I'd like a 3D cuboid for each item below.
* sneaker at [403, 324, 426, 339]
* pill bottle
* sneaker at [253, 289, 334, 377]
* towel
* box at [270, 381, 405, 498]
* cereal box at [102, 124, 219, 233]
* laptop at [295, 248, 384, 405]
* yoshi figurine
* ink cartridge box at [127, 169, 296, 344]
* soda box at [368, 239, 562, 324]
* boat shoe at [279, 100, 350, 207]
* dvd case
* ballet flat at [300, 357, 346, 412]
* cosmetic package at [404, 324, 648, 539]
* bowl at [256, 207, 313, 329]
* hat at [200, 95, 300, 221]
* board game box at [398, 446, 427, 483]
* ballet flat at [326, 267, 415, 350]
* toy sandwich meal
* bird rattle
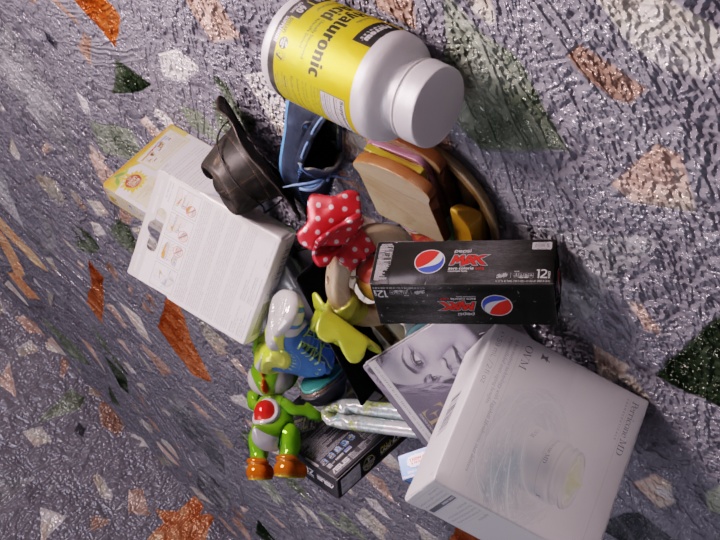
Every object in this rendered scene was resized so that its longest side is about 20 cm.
[{"bbox_3d":[0.139,0.138,1.583,0.199,0.080,0.131,35,170,2],"label":"sneaker"},{"bbox_3d":[0.003,-0.195,1.230,0.199,0.111,0.112,29,151,33],"label":"pill bottle"},{"bbox_3d":[-0.074,0.085,1.603,0.103,0.077,0.200,12,157,-10],"label":"sneaker"},{"bbox_3d":[0.072,0.200,1.655,0.197,0.049,0.170,2,172,33],"label":"towel"},{"bbox_3d":[-0.023,0.224,1.811,0.160,0.199,0.050,28,141,32],"label":"box"},{"bbox_3d":[-0.247,-0.115,1.729,0.199,0.144,0.040,31,153,32],"label":"cereal box"},{"bbox_3d":[-0.043,0.072,1.678,0.199,0.115,0.189,-9,110,62],"label":"laptop"},{"bbox_3d":[-0.116,0.194,1.749,0.112,0.111,0.204,156,114,-66],"label":"yoshi figurine"},{"bbox_3d":[-0.198,-0.022,1.625,0.198,0.050,0.163,30,113,17],"label":"ink cartridge box"},{"bbox_3d":[0.113,0.013,1.314,0.196,0.064,0.071,0,139,15],"label":"soda box"},{"bbox_3d":[-0.056,-0.134,1.454,0.069,0.084,0.201,47,161,27],"label":"boat shoe"},{"bbox_3d":[0.123,0.123,1.486,0.199,0.016,0.149,-32,105,24],"label":"dvd case"},{"bbox_3d":[-0.042,0.154,1.714,0.073,0.073,0.200,52,-169,-13],"label":"ballet flat"},{"bbox_3d":[0.186,0.202,1.373,0.198,0.201,0.123,27,155,-3],"label":"cosmetic package"},{"bbox_3d":[-0.129,0.022,1.715,0.203,0.090,0.201,58,180,0],"label":"bowl"},{"bbox_3d":[-0.152,-0.121,1.557,0.202,0.080,0.201,53,-177,-4],"label":"hat"},{"bbox_3d":[0.152,0.247,1.558,0.200,0.149,0.037,40,-147,-60],"label":"board game box"},{"bbox_3d":[0.031,0.049,1.624,0.063,0.068,0.201,10,144,51],"label":"ballet flat"},{"bbox_3d":[0.070,-0.066,1.368,0.204,0.070,0.206,37,154,21],"label":"toy sandwich meal"},{"bbox_3d":[0.000,0.000,1.491,0.112,0.161,0.204,23,117,59],"label":"bird rattle"}]
